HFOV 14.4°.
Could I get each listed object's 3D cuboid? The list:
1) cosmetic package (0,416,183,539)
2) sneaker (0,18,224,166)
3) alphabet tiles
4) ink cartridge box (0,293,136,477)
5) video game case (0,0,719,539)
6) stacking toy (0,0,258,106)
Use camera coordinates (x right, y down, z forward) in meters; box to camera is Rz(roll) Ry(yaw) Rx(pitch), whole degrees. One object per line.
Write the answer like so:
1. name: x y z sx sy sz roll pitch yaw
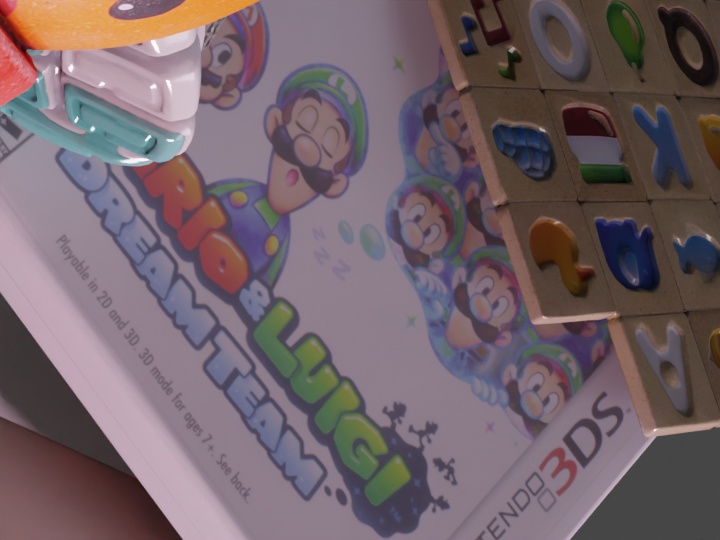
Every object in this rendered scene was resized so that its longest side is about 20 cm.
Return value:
1. cosmetic package: -0.063 0.117 0.750 0.104 0.199 0.073 -45 -154 38
2. sneaker: -0.044 -0.115 0.620 0.200 0.077 0.091 113 2 -54
3. alphabet tiles: 0.081 -0.050 0.823 0.006 0.201 0.166 -28 164 37
4. ink cartridge box: 0.000 0.000 0.853 0.200 0.146 0.084 -46 170 -33
5. video game case: -0.005 -0.006 0.747 0.024 0.200 0.182 -24 -165 49
6. stacking toy: -0.108 -0.052 0.445 0.200 0.146 0.146 -39 167 0
